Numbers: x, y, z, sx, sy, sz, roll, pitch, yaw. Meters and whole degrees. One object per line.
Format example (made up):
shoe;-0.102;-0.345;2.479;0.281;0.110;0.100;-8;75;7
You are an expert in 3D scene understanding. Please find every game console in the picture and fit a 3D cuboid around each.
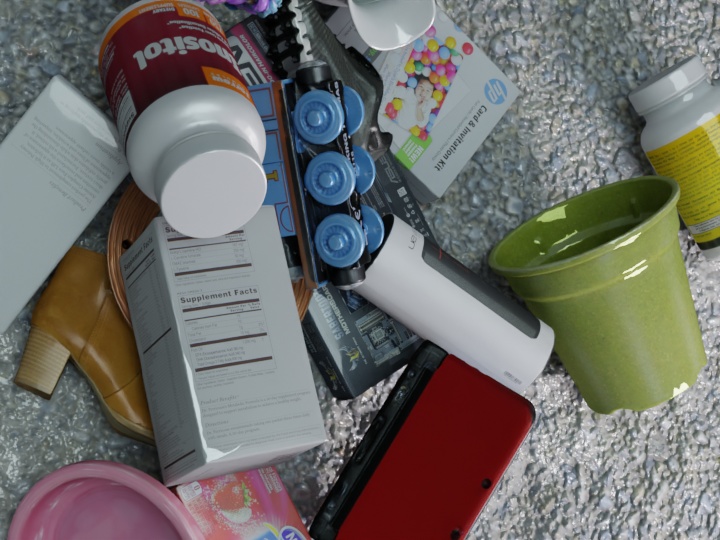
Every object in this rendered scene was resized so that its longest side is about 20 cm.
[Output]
game console;0.053;0.177;1.235;0.118;0.172;0.201;32;86;4

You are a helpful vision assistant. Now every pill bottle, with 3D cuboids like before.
pill bottle;-0.140;-0.123;1.119;0.112;0.114;0.201;-2;42;-23
pill bottle;0.371;-0.122;1.487;0.112;0.112;0.201;-33;96;-24

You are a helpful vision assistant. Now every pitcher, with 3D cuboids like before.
pitcher;-0.014;-0.319;1.284;0.120;0.200;0.173;-20;129;-15

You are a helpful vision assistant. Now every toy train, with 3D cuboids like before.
toy train;-0.049;-0.080;1.223;0.113;0.087;0.203;-7;98;20

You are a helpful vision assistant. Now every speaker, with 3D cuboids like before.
speaker;0.082;0.033;1.300;0.199;0.081;0.082;35;70;-15

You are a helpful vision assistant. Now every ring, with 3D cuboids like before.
ring;-0.132;-0.010;1.241;0.198;0.019;0.203;4;80;-27

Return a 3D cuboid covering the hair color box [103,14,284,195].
hair color box;-0.149;-0.145;1.293;0.199;0.060;0.100;-38;98;-23

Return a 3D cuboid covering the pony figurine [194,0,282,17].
pony figurine;-0.168;-0.268;1.233;0.192;0.200;0.168;-25;136;-19

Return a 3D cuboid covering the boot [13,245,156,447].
boot;-0.194;0.071;1.234;0.200;0.071;0.145;27;72;-13

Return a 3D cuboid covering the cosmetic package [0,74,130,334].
cosmetic package;-0.280;-0.057;1.184;0.101;0.074;0.201;39;89;-11

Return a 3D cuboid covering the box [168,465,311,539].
box;-0.095;0.264;1.215;0.095;0.100;0.202;-25;85;-31

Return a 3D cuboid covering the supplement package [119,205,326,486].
supplement package;-0.117;0.062;1.150;0.108;0.114;0.202;-7;77;-28

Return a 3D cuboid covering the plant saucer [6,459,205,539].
plant saucer;-0.201;0.253;1.161;0.051;0.199;0.202;-23;91;-65

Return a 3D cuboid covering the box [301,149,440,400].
box;0.000;0.000;1.340;0.157;0.051;0.201;-31;95;-25

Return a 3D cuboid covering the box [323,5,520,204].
box;0.044;-0.191;1.396;0.200;0.041;0.156;44;68;-13

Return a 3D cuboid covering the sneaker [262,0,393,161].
sneaker;-0.026;-0.183;1.288;0.090;0.066;0.202;-24;98;-29

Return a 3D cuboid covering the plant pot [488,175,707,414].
plant pot;0.253;0.033;1.385;0.199;0.200;0.186;-32;106;-24
